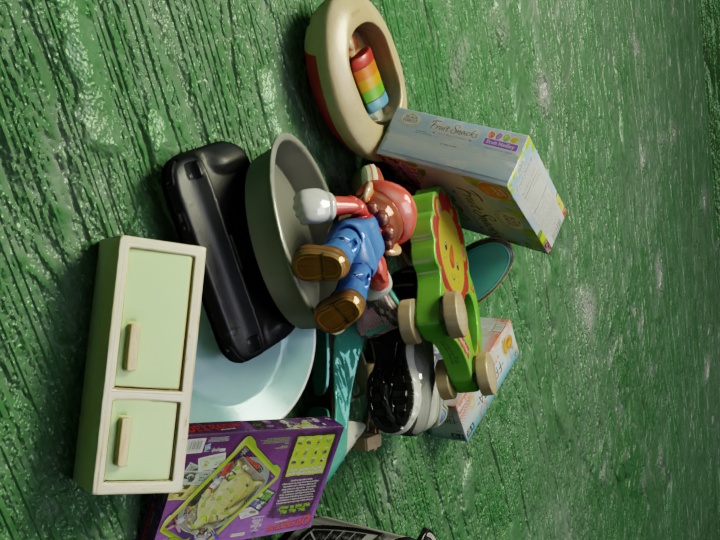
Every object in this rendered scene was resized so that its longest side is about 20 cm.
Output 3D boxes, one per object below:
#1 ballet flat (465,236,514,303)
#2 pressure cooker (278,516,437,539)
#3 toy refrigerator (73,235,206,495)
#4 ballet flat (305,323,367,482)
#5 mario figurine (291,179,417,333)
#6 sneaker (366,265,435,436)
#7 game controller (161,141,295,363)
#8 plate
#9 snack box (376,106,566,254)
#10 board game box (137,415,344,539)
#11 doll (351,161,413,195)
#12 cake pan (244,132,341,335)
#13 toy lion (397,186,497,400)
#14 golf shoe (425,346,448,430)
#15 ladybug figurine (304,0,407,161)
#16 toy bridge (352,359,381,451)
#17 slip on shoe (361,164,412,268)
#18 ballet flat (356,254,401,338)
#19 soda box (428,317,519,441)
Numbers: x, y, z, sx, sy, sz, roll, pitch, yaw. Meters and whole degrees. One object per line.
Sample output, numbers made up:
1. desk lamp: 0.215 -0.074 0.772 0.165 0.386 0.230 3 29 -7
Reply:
1. ballet flat: 0.121 0.029 1.047 0.200 0.071 0.070 -50 148 19
2. pressure cooker: 0.009 0.360 0.855 0.178 0.198 0.178 9 84 -53
3. toy refrigerator: -0.181 0.077 0.672 0.075 0.070 0.203 9 84 -33
4. ballet flat: -0.024 0.150 0.905 0.070 0.067 0.203 10 80 -26
5. mario figurine: -0.016 -0.019 0.780 0.200 0.105 0.125 -56 164 -59
6. sneaker: 0.052 0.092 0.934 0.079 0.073 0.203 35 55 -53
7. game controller: -0.118 -0.019 0.763 0.104 0.042 0.202 -34 111 -56
8. plate: -0.124 0.063 0.787 0.199 0.025 0.203 3 86 -43
9. snack box: 0.135 -0.102 0.947 0.200 0.167 0.068 36 76 -59
10. board game box: -0.108 0.202 0.781 0.199 0.032 0.122 9 99 -47
11. doll: 0.054 -0.126 1.033 0.199 0.048 0.138 -24 105 -48
12. cake pan: -0.060 -0.032 0.797 0.200 0.036 0.203 -15 90 -76
13. toy lion: 0.097 0.017 0.900 0.201 0.068 0.194 57 30 -47
14. golf shoe: 0.062 0.104 0.987 0.097 0.078 0.203 -16 102 -51
15. ladybug figurine: -0.008 -0.213 0.923 0.136 0.071 0.202 -47 127 -42
16. toy bridge: 0.014 0.121 1.001 0.067 0.027 0.203 -4 93 -56
17. slip on shoe: 0.049 -0.064 0.942 0.200 0.061 0.075 49 26 -56
18. ballet flat: 0.000 0.000 0.922 0.069 0.071 0.201 54 14 -38
19. soda box: 0.161 0.153 1.179 0.200 0.063 0.069 -47 128 -42
